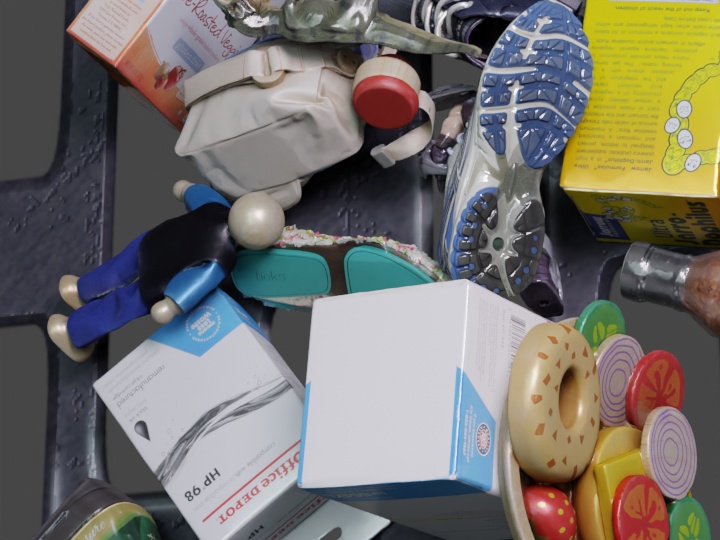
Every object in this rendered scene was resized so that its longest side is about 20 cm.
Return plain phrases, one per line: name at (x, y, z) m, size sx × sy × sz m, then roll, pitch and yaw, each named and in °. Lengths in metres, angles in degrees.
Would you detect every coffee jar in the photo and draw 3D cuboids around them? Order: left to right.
coffee jar at (-0.148, 0.238, 1.726) m, size 0.104 × 0.085 × 0.200 m, roll -47°, pitch 65°, yaw 2°

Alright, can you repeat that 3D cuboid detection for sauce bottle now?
sauce bottle at (0.270, 0.020, 1.667) m, size 0.199 × 0.066 × 0.066 m, roll 17°, pitch 78°, yaw 23°

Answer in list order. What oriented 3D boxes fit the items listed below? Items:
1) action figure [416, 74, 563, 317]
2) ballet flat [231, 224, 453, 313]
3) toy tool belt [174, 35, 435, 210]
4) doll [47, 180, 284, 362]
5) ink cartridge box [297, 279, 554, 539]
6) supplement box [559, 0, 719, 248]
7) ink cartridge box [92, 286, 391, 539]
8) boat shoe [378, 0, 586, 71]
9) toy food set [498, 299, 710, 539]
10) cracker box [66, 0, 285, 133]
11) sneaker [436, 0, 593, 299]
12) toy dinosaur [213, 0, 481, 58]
action figure at (0.100, -0.062, 1.756) m, size 0.129 × 0.069 × 0.202 m, roll -11°, pitch 65°, yaw 23°
ballet flat at (0.000, 0.000, 1.758) m, size 0.199 × 0.064 × 0.076 m, roll 14°, pitch 119°, yaw 29°
toy tool belt at (-0.034, -0.134, 1.789) m, size 0.199 × 0.125 × 0.124 m, roll -21°, pitch 40°, yaw 34°
doll at (-0.134, -0.008, 1.780) m, size 0.199 × 0.048 × 0.137 m, roll -26°, pitch 37°, yaw 34°
ink cartridge box at (0.070, 0.099, 1.648) m, size 0.125 × 0.200 × 0.130 m, roll -8°, pitch 69°, yaw 35°
supplement box at (0.211, -0.128, 1.714) m, size 0.109 × 0.109 × 0.202 m, roll 4°, pitch 74°, yaw 20°
ink cartridge box at (-0.081, 0.124, 1.751) m, size 0.116 × 0.067 × 0.200 m, roll -39°, pitch 64°, yaw 2°
boat shoe at (0.064, -0.181, 1.749) m, size 0.199 × 0.093 × 0.075 m, roll 13°, pitch 110°, yaw 18°
toy food set at (0.155, 0.122, 1.606) m, size 0.048 × 0.197 × 0.202 m, roll -10°, pitch 92°, yaw 38°
cracker box at (-0.110, -0.213, 1.839) m, size 0.058 × 0.134 × 0.201 m, roll 35°, pitch 86°, yaw 25°
sneaker at (0.090, -0.082, 1.673) m, size 0.077 × 0.085 × 0.201 m, roll 19°, pitch 87°, yaw -20°
toy dinosaur at (0.001, -0.181, 1.723) m, size 0.198 × 0.048 × 0.088 m, roll 10°, pitch 50°, yaw 20°
